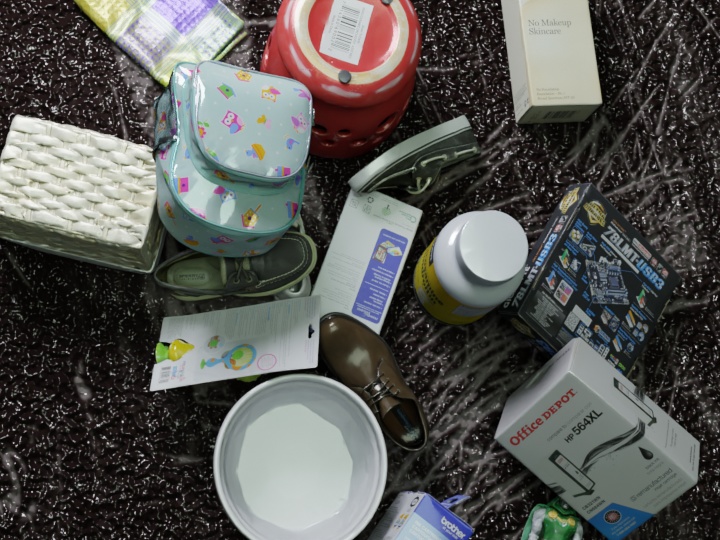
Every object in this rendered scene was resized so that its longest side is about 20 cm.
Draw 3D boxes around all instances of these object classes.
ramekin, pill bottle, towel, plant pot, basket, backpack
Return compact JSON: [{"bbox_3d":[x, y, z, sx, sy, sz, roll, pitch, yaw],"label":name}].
[{"bbox_3d":[-0.073,0.225,1.174,0.197,0.105,0.204,2,78,-10],"label":"ramekin"},{"bbox_3d":[0.133,-0.005,1.208,0.110,0.200,0.114,2,76,-8],"label":"pill bottle"},{"bbox_3d":[-0.261,-0.336,1.305,0.200,0.023,0.144,45,74,2],"label":"towel"},{"bbox_3d":[-0.020,-0.260,1.250,0.197,0.182,0.204,2,78,-11],"label":"plant pot"},{"bbox_3d":[-0.324,-0.090,1.189,0.197,0.123,0.138,14,77,-7],"label":"basket"},{"bbox_3d":[-0.140,-0.123,1.124,0.173,0.153,0.203,9,74,-26],"label":"backpack"}]

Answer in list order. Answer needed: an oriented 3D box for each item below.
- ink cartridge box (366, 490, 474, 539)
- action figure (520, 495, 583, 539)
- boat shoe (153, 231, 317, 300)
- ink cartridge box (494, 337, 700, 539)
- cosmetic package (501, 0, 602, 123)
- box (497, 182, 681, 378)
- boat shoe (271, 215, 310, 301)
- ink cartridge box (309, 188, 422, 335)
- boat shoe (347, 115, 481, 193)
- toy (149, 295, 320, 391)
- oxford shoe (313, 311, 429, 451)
[{"bbox_3d":[0.049,0.329,1.156,0.076,0.136,0.201,36,75,-2],"label":"ink cartridge box"},{"bbox_3d":[0.226,0.361,1.226,0.116,0.055,0.203,19,71,-2],"label":"action figure"},{"bbox_3d":[-0.150,-0.002,1.193,0.198,0.066,0.073,-10,87,16],"label":"boat shoe"},{"bbox_3d":[0.281,0.203,1.209,0.199,0.146,0.084,40,33,-2],"label":"ink cartridge box"},{"bbox_3d":[0.255,-0.305,1.362,0.102,0.073,0.204,-4,80,-10],"label":"cosmetic package"},{"bbox_3d":[0.292,0.030,1.274,0.199,0.049,0.200,40,71,-24],"label":"box"},{"bbox_3d":[-0.101,-0.057,1.248,0.070,0.069,0.203,-18,82,-13],"label":"boat shoe"},{"bbox_3d":[0.000,0.000,1.270,0.098,0.039,0.203,23,74,-4],"label":"ink cartridge box"},{"bbox_3d":[0.075,-0.134,1.282,0.198,0.071,0.064,-29,88,-28],"label":"boat shoe"},{"bbox_3d":[-0.142,0.095,1.191,0.196,0.048,0.116,-6,43,6],"label":"toy"},{"bbox_3d":[0.021,0.131,1.193,0.073,0.084,0.200,-41,102,0],"label":"oxford shoe"}]
